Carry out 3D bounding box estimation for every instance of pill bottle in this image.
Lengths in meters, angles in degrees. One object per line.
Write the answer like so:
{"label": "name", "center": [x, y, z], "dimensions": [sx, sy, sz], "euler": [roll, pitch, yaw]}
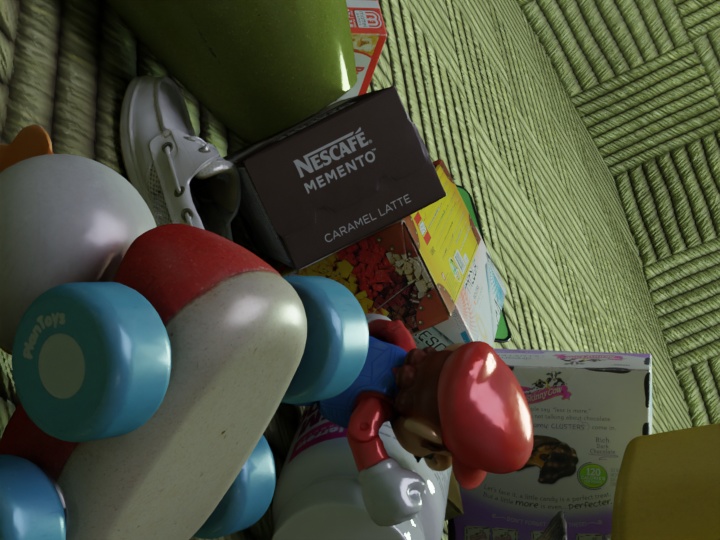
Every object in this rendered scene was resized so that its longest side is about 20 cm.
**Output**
{"label": "pill bottle", "center": [0.004, 0.142, 0.892], "dimensions": [0.114, 0.112, 0.200], "euler": [61, 18, -16]}

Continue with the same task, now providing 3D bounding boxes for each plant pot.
{"label": "plant pot", "center": [-0.088, -0.197, 0.921], "dimensions": [0.202, 0.185, 0.187], "euler": [62, 18, -14]}
{"label": "plant pot", "center": [0.275, 0.216, 0.962], "dimensions": [0.177, 0.197, 0.202], "euler": [-90, 168, -60]}

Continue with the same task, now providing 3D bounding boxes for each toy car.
{"label": "toy car", "center": [-0.135, 0.025, 0.628], "dimensions": [0.200, 0.178, 0.184], "euler": [43, 22, 24]}

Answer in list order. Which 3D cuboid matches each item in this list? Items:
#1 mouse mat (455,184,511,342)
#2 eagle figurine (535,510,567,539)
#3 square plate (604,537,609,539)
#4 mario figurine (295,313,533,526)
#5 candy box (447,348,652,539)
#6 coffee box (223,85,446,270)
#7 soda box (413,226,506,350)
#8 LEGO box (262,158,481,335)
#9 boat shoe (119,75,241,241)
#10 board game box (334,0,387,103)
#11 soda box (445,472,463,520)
{"label": "mouse mat", "center": [0.056, -0.020, 1.267], "dimensions": [0.159, 0.008, 0.202], "euler": [10, 47, -25]}
{"label": "eagle figurine", "center": [0.101, 0.274, 0.951], "dimensions": [0.202, 0.149, 0.152], "euler": [68, 26, -22]}
{"label": "square plate", "center": [0.187, 0.330, 0.990], "dimensions": [0.200, 0.028, 0.201], "euler": [-55, 138, -75]}
{"label": "mario figurine", "center": [0.009, 0.086, 0.816], "dimensions": [0.106, 0.198, 0.125], "euler": [40, 67, -69]}
{"label": "candy box", "center": [0.158, 0.170, 1.118], "dimensions": [0.071, 0.165, 0.203], "euler": [-28, 119, -74]}
{"label": "coffee box", "center": [-0.028, -0.065, 0.936], "dimensions": [0.080, 0.113, 0.200], "euler": [64, -9, -9]}
{"label": "soda box", "center": [0.072, 0.030, 1.095], "dimensions": [0.069, 0.063, 0.200], "euler": [63, 17, -11]}
{"label": "LEGO box", "center": [0.000, 0.000, 1.001], "dimensions": [0.078, 0.148, 0.200], "euler": [63, 17, -10]}
{"label": "boat shoe", "center": [-0.108, -0.051, 0.875], "dimensions": [0.071, 0.069, 0.202], "euler": [37, 33, -54]}
{"label": "board game box", "center": [-0.038, -0.180, 1.095], "dimensions": [0.201, 0.046, 0.153], "euler": [113, -31, -54]}
{"label": "soda box", "center": [0.028, 0.109, 1.084], "dimensions": [0.064, 0.067, 0.202], "euler": [50, 24, -45]}
